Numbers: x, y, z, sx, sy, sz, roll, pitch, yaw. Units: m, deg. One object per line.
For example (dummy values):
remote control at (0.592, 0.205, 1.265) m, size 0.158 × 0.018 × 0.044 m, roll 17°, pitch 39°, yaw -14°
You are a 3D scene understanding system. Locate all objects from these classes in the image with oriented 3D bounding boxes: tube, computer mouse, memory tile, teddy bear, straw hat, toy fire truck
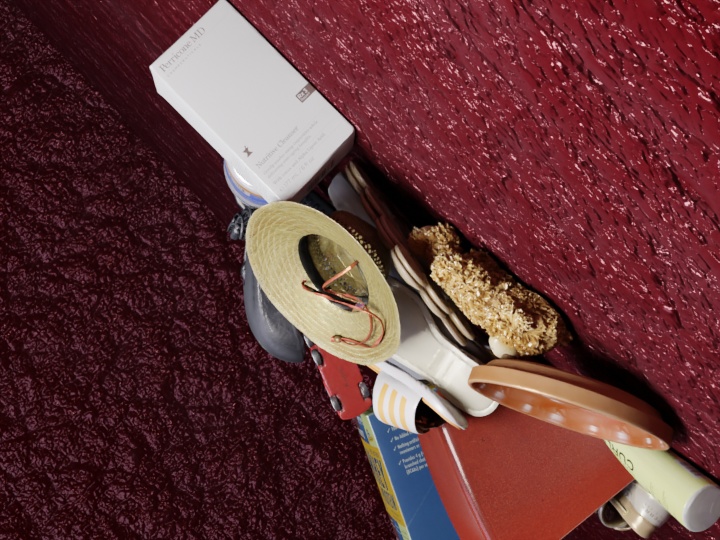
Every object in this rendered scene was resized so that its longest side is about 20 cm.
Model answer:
tube at (0.286, 0.191, 1.300) m, size 0.200 × 0.051 × 0.059 m, roll -137°, pitch 46°, yaw -58°
computer mouse at (-0.124, 0.025, 1.576) m, size 0.138 × 0.052 × 0.203 m, roll -178°, pitch 67°, yaw -78°
memory tile at (0.050, -0.019, 1.347) m, size 0.153 × 0.017 × 0.201 m, roll 46°, pitch -168°, yaw -41°
teddy bear at (0.117, 0.026, 1.270) m, size 0.200 × 0.067 × 0.145 m, roll 44°, pitch 175°, yaw 26°
straw hat at (-0.017, -0.008, 1.322) m, size 0.199 × 0.085 × 0.203 m, roll 27°, pitch 141°, yaw 24°
toy fire truck at (-0.052, 0.075, 1.613) m, size 0.141 × 0.048 × 0.202 m, roll -132°, pitch 19°, yaw -70°

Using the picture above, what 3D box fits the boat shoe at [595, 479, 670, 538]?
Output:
boat shoe at (0.302, 0.266, 1.499) m, size 0.073 × 0.069 × 0.200 m, roll 39°, pitch 173°, yaw -3°

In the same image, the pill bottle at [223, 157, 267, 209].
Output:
pill bottle at (-0.105, -0.130, 1.505) m, size 0.112 × 0.112 × 0.200 m, roll 45°, pitch 173°, yaw -1°

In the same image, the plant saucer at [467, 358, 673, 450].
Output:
plant saucer at (0.199, 0.124, 1.219) m, size 0.198 × 0.033 × 0.200 m, roll 19°, pitch 169°, yaw 4°

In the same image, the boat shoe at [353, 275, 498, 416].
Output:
boat shoe at (0.076, 0.073, 1.383) m, size 0.199 × 0.072 × 0.059 m, roll 41°, pitch -158°, yaw 8°

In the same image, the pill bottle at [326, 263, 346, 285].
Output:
pill bottle at (0.005, 0.003, 1.599) m, size 0.112 × 0.112 × 0.200 m, roll 45°, pitch 172°, yaw 3°

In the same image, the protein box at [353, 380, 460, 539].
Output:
protein box at (0.117, 0.243, 1.695) m, size 0.135 × 0.196 × 0.203 m, roll 174°, pitch 76°, yaw -80°

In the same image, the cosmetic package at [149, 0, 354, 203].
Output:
cosmetic package at (-0.111, -0.168, 1.339) m, size 0.200 × 0.113 × 0.081 m, roll 43°, pitch 171°, yaw 4°

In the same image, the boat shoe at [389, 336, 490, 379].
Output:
boat shoe at (0.079, 0.094, 1.607) m, size 0.197 × 0.072 × 0.070 m, roll 9°, pitch -166°, yaw -11°

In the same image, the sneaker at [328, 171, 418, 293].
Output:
sneaker at (0.000, 0.000, 1.428) m, size 0.201 × 0.115 × 0.074 m, roll 54°, pitch -169°, yaw -7°

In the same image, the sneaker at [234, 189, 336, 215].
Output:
sneaker at (-0.084, -0.073, 1.679) m, size 0.202 × 0.077 × 0.146 m, roll 46°, pitch -167°, yaw 1°

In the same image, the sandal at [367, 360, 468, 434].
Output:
sandal at (0.035, 0.137, 1.412) m, size 0.206 × 0.060 × 0.079 m, roll 31°, pitch 174°, yaw 43°

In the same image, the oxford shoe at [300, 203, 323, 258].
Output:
oxford shoe at (-0.058, -0.037, 1.463) m, size 0.057 × 0.076 × 0.200 m, roll 9°, pitch -175°, yaw -13°

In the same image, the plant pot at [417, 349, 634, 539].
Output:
plant pot at (0.170, 0.202, 1.488) m, size 0.177 × 0.199 × 0.200 m, roll 54°, pitch 171°, yaw -8°
